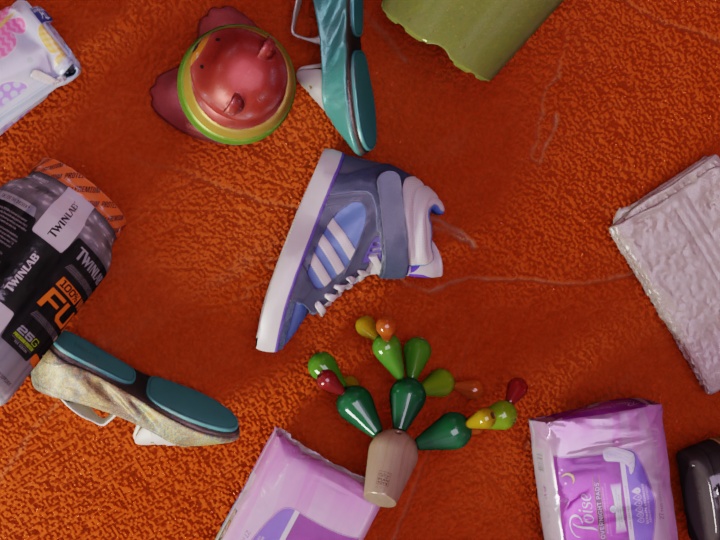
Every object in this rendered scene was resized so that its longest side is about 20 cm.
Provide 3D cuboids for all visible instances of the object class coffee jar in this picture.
[{"bbox_3d":[0.399,0.197,1.784,0.199,0.085,0.105,-11,97,-8],"label":"coffee jar"}]

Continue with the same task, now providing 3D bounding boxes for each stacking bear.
[{"bbox_3d":[-0.109,-0.166,1.643,0.113,0.200,0.122,37,87,-7],"label":"stacking bear"}]

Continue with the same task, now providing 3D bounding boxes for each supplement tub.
[{"bbox_3d":[-0.301,0.007,1.654,0.122,0.122,0.200,38,75,-8],"label":"supplement tub"}]

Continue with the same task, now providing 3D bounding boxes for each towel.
[{"bbox_3d":[0.334,0.003,1.795,0.132,0.034,0.201,-31,97,-4],"label":"towel"}]

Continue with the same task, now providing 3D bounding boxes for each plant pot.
[{"bbox_3d":[0.117,-0.280,1.692,0.199,0.200,0.190,33,101,-8],"label":"plant pot"}]

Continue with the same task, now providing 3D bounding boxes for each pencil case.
[{"bbox_3d":[-0.341,-0.148,1.671,0.200,0.083,0.091,-40,75,-4],"label":"pencil case"}]

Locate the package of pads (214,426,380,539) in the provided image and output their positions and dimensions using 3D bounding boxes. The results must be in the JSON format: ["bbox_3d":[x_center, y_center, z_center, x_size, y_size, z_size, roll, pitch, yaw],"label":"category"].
[{"bbox_3d":[-0.071,0.258,1.729,0.120,0.076,0.201,28,89,-7],"label":"package of pads"}]

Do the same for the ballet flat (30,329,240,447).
[{"bbox_3d":[-0.207,0.121,1.716,0.199,0.071,0.071,26,89,-9],"label":"ballet flat"}]

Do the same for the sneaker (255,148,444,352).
[{"bbox_3d":[0.000,0.000,1.725,0.146,0.081,0.201,21,84,-4],"label":"sneaker"}]

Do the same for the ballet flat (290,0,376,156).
[{"bbox_3d":[-0.027,-0.203,1.729,0.070,0.067,0.202,-3,93,17],"label":"ballet flat"}]

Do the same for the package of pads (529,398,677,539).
[{"bbox_3d":[0.228,0.224,1.760,0.120,0.076,0.201,-8,93,-9],"label":"package of pads"}]

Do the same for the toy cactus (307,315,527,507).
[{"bbox_3d":[0.043,0.131,1.713,0.199,0.102,0.166,19,63,-4],"label":"toy cactus"}]
